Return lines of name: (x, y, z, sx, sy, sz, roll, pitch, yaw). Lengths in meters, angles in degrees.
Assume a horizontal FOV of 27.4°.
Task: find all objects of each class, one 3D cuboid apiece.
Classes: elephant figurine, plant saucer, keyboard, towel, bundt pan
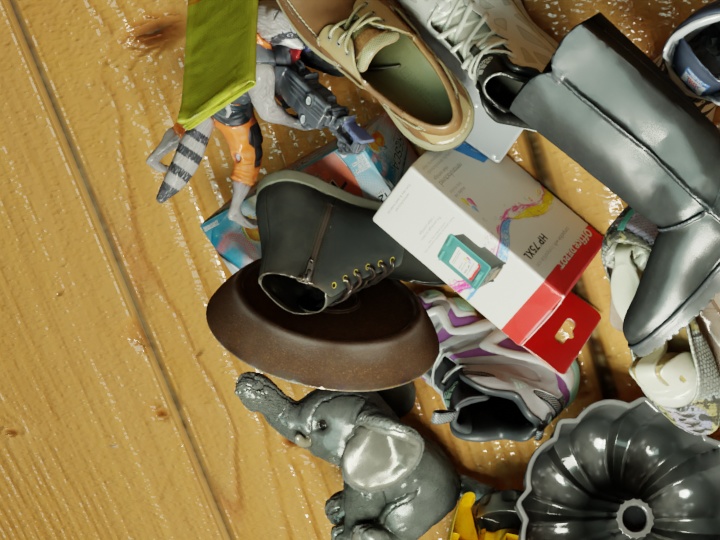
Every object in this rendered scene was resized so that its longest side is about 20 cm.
elephant figurine: (0.004, 0.155, 1.352, 0.141, 0.155, 0.201, 18, 135, 46)
plant saucer: (-0.028, 0.034, 1.240, 0.200, 0.200, 0.035, 21, 118, 18)
keyboard: (0.048, -0.167, 1.204, 0.200, 0.011, 0.056, 35, 103, -3)
towel: (-0.114, -0.213, 1.207, 0.018, 0.201, 0.086, 27, 138, -36)
bundt pan: (0.220, 0.211, 1.248, 0.202, 0.202, 0.076, 43, 165, 2)

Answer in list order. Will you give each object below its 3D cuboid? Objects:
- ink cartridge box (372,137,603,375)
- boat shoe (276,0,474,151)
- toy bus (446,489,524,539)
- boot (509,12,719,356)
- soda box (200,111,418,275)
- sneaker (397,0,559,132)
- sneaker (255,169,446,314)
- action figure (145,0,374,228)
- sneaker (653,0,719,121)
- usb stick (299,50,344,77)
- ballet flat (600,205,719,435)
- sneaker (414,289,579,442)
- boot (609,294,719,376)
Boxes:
ink cartridge box: (0.122, -0.020, 1.209, 0.200, 0.116, 0.067, 40, 127, 4)
boat shoe: (0.013, -0.177, 1.151, 0.200, 0.074, 0.076, 42, 93, 4)
toy bus: (0.158, 0.307, 1.356, 0.199, 0.136, 0.192, 12, 146, -5)
boot: (0.184, -0.060, 1.058, 0.200, 0.066, 0.165, 41, 110, -1)
soda box: (-0.044, -0.064, 1.306, 0.200, 0.068, 0.064, -26, 103, 36)
sneaker: (0.095, -0.181, 1.129, 0.200, 0.115, 0.076, 41, 109, 0)
sneaker: (0.000, 0.000, 1.224, 0.199, 0.107, 0.075, 18, 143, -22)
action figure: (-0.091, -0.132, 1.233, 0.200, 0.104, 0.194, 38, 116, 34)
sneaker: (0.237, -0.130, 1.089, 0.070, 0.108, 0.200, 39, 127, 6)
usb stick: (-0.009, -0.254, 1.210, 0.055, 0.033, 0.201, 22, 124, 9)
ballet flat: (0.227, 0.049, 1.144, 0.072, 0.072, 0.201, -8, 108, 32)
sneaker: (0.079, 0.091, 1.276, 0.199, 0.140, 0.078, 17, 123, 20)
boot: (0.275, 0.053, 1.202, 0.146, 0.070, 0.201, 12, 120, 31)
